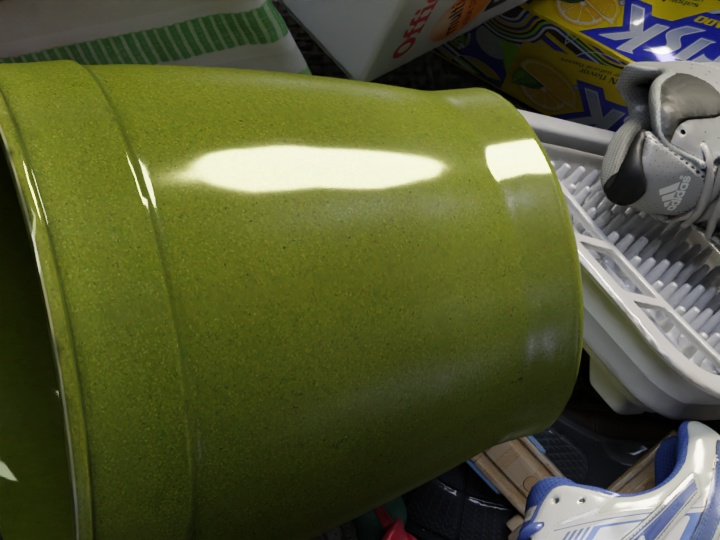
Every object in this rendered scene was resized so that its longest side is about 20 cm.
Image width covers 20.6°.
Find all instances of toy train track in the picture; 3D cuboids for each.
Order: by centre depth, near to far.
[{"bbox_3d":[0.063,0.082,0.796,0.115,0.033,0.200,-43,93,6],"label":"toy train track"}]

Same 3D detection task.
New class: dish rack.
[{"bbox_3d":[0.120,0.004,0.855,0.172,0.044,0.200,50,24,24],"label":"dish rack"}]

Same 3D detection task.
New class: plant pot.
[{"bbox_3d":[-0.033,0.013,0.700,0.193,0.200,0.200,-9,57,-20],"label":"plant pot"}]

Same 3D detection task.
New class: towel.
[{"bbox_3d":[-0.110,-0.096,0.805,0.153,0.200,0.023,-10,53,15],"label":"towel"}]

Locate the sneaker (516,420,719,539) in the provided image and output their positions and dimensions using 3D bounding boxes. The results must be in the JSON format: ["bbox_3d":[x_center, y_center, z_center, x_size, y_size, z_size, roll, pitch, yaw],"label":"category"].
[{"bbox_3d":[0.072,0.128,0.739,0.200,0.075,0.088,-25,72,-24],"label":"sneaker"}]

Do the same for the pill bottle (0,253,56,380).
[{"bbox_3d":[-0.150,0.005,0.828,0.200,0.112,0.112,16,55,3],"label":"pill bottle"}]

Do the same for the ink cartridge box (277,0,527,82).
[{"bbox_3d":[0.044,-0.206,0.873,0.200,0.147,0.145,-30,72,-35],"label":"ink cartridge box"}]

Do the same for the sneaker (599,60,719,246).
[{"bbox_3d":[0.158,-0.013,0.822,0.115,0.075,0.200,4,45,-32],"label":"sneaker"}]

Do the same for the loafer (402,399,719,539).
[{"bbox_3d":[0.098,0.089,0.846,0.200,0.063,0.072,6,97,0],"label":"loafer"}]

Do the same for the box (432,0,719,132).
[{"bbox_3d":[0.133,-0.102,0.968,0.200,0.070,0.064,30,58,13],"label":"box"}]

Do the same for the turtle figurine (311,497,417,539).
[{"bbox_3d":[-0.046,0.131,0.768,0.200,0.101,0.150,-28,52,-14],"label":"turtle figurine"}]
